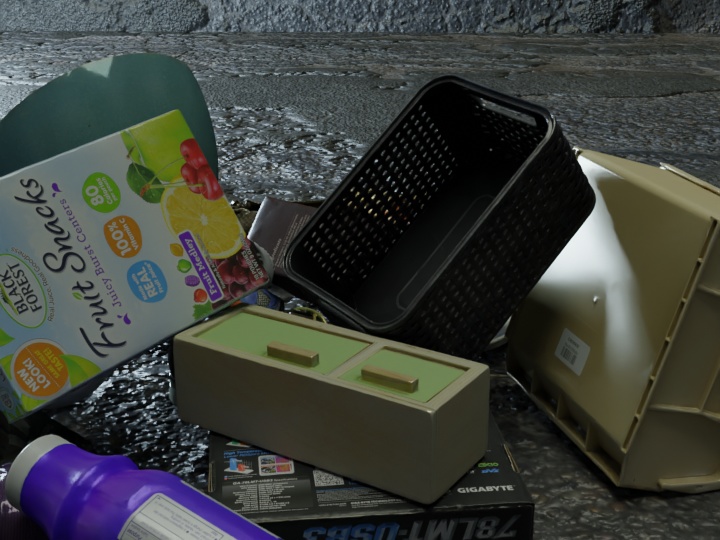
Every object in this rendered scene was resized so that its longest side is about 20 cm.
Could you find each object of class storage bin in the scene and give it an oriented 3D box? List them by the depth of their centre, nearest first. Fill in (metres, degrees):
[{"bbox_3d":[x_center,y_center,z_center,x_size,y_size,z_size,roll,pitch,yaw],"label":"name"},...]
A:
[{"bbox_3d":[0.059,-0.030,0.788,0.135,0.094,0.200,30,78,44],"label":"storage bin"},{"bbox_3d":[0.208,0.030,0.789,0.093,0.199,0.200,11,16,-22],"label":"storage bin"}]

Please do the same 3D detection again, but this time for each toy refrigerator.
[{"bbox_3d":[-0.022,0.077,0.696,0.200,0.070,0.076,13,24,31],"label":"toy refrigerator"}]

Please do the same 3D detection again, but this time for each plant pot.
[{"bbox_3d":[-0.202,-0.069,0.922,0.200,0.200,0.135,-17,69,-39],"label":"plant pot"}]

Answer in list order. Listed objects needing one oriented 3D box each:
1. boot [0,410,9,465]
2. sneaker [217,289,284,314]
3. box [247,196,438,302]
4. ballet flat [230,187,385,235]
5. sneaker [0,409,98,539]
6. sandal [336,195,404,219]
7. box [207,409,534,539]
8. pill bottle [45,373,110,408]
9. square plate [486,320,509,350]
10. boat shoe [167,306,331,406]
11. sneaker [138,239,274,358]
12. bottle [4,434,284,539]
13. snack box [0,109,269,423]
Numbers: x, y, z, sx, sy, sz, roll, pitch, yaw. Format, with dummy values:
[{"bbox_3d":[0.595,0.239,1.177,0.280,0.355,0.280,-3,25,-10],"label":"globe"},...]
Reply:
[{"bbox_3d":[-0.300,0.141,0.630,0.200,0.073,0.182,0,53,40],"label":"boot"},{"bbox_3d":[-0.143,0.020,0.998,0.078,0.076,0.200,-2,25,-39],"label":"sneaker"},{"bbox_3d":[0.000,0.000,0.945,0.200,0.075,0.100,14,-13,38],"label":"box"},{"bbox_3d":[-0.059,-0.061,1.094,0.199,0.047,0.067,-8,11,23],"label":"ballet flat"},{"bbox_3d":[-0.219,0.128,0.710,0.087,0.076,0.200,2,26,-23],"label":"sneaker"},{"bbox_3d":[0.074,-0.037,0.980,0.211,0.078,0.070,26,70,17],"label":"sandal"},{"bbox_3d":[-0.004,0.127,0.726,0.199,0.050,0.199,-3,20,-7],"label":"box"},{"bbox_3d":[-0.292,0.029,0.886,0.116,0.116,0.200,-18,27,-40],"label":"pill bottle"},{"bbox_3d":[0.105,0.022,1.037,0.198,0.029,0.200,18,27,40],"label":"square plate"},{"bbox_3d":[-0.057,0.064,0.874,0.201,0.061,0.072,-10,23,-25],"label":"boat shoe"},{"bbox_3d":[-0.157,0.018,0.817,0.200,0.115,0.075,17,-19,-39],"label":"sneaker"},{"bbox_3d":[-0.105,0.151,0.573,0.200,0.084,0.065,24,43,25],"label":"bottle"},{"bbox_3d":[-0.176,-0.008,0.722,0.200,0.142,0.053,-29,1,-37],"label":"snack box"}]
